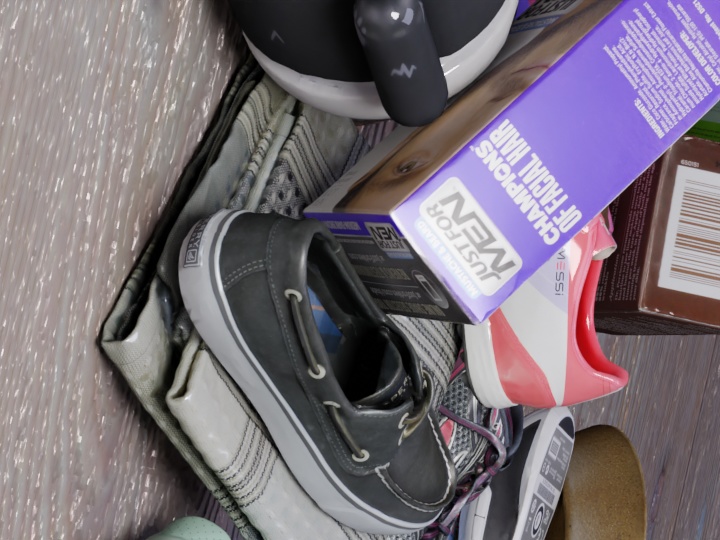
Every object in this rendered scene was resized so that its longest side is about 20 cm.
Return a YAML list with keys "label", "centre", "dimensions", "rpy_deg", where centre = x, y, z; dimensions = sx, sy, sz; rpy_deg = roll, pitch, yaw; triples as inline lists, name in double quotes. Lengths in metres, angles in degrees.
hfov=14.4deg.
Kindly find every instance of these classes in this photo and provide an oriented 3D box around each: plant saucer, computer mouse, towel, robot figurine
- label: "plant saucer"
  centre: [0.101, 0.180, 1.633]
  dimensions: [0.200, 0.035, 0.201]
  rpy_deg: [-161, -90, -72]
- label: "computer mouse"
  centre: [0.068, 0.164, 1.563]
  dimensions: [0.110, 0.044, 0.201]
  rpy_deg: [46, 61, -68]
- label: "towel"
  centre: [-0.020, 0.024, 1.207]
  dimensions: [0.200, 0.034, 0.193]
  rpy_deg: [56, 45, -37]
- label: "robot figurine"
  centre: [0.000, -0.148, 1.116]
  dimensions: [0.151, 0.124, 0.200]
  rpy_deg: [-59, 155, -25]

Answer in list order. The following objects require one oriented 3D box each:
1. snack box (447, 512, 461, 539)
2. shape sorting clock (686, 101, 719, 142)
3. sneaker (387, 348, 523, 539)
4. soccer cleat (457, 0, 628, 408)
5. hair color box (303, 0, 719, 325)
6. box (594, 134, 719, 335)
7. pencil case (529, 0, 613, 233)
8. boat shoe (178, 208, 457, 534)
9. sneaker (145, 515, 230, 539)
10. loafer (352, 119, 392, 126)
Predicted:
- label: "snack box"
  centre: [0.034, 0.167, 1.567]
  dimensions: [0.072, 0.024, 0.201]
  rpy_deg: [68, 37, -57]
- label: "shape sorting clock"
  centre: [0.230, -0.096, 1.685]
  dimensions: [0.200, 0.039, 0.200]
  rpy_deg: [-46, -163, 18]
- label: "sneaker"
  centre: [0.041, 0.101, 1.470]
  dimensions: [0.081, 0.074, 0.201]
  rpy_deg: [39, 65, -69]
- label: "soccer cleat"
  centre: [0.080, -0.037, 1.282]
  dimensions: [0.068, 0.073, 0.201]
  rpy_deg: [-22, 110, -67]
- label: "hair color box"
  centre: [0.081, -0.066, 1.165]
  dimensions: [0.200, 0.065, 0.109]
  rpy_deg: [-44, -165, -14]
- label: "box"
  centre: [0.158, -0.017, 1.596]
  dimensions: [0.200, 0.074, 0.101]
  rpy_deg: [179, -78, -72]
- label: "pencil case"
  centre: [0.115, -0.108, 1.538]
  dimensions: [0.090, 0.093, 0.201]
  rpy_deg: [10, 89, -37]
- label: "boat shoe"
  centre: [-0.004, 0.046, 1.155]
  dimensions: [0.200, 0.056, 0.069]
  rpy_deg: [51, 46, -44]
- label: "sneaker"
  centre: [-0.078, 0.202, 1.177]
  dimensions: [0.118, 0.073, 0.202]
  rpy_deg: [-46, 144, -64]
- label: "loafer"
  centre: [0.037, -0.120, 1.342]
  dimensions: [0.200, 0.063, 0.072]
  rpy_deg: [-53, 148, -52]
